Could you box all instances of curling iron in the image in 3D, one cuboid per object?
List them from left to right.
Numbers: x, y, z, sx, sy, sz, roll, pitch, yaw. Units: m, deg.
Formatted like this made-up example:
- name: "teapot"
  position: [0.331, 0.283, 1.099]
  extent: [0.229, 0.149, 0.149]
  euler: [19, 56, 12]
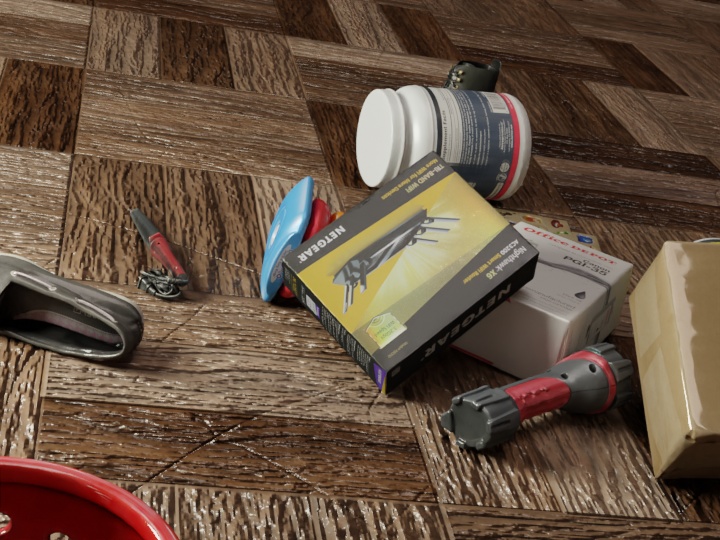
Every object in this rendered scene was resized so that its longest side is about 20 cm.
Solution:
- name: "curling iron"
  position: [-0.220, -0.025, 1.363]
  extent: [0.049, 0.026, 0.200]
  euler: [6, 25, -21]

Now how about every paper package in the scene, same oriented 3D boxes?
- name: "paper package"
  position: [0.357, 0.086, 1.192]
  extent: [0.188, 0.104, 0.202]
  euler: [3, 59, -8]

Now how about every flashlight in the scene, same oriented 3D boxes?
- name: "flashlight"
  position: [0.170, 0.119, 1.196]
  extent: [0.199, 0.068, 0.068]
  euler: [-13, 53, -42]

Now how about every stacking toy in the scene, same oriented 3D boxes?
- name: "stacking toy"
  position: [0.000, 0.000, 1.352]
  extent: [0.198, 0.117, 0.110]
  euler: [22, 29, -12]

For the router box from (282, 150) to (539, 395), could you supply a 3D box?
- name: "router box"
  position: [0.048, -0.002, 1.250]
  extent: [0.199, 0.052, 0.157]
  euler: [-37, 67, -20]

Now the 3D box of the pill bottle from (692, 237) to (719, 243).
- name: "pill bottle"
  position: [0.394, 0.053, 1.380]
  extent: [0.111, 0.113, 0.200]
  euler: [10, 24, -6]

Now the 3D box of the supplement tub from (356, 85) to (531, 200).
- name: "supplement tub"
  position: [0.108, -0.165, 1.673]
  extent: [0.198, 0.142, 0.141]
  euler: [2, 27, -21]

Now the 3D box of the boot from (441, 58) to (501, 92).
- name: "boot"
  position: [0.102, -0.233, 1.818]
  extent: [0.198, 0.140, 0.077]
  euler: [-7, 30, -34]

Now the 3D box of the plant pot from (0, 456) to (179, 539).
- name: "plant pot"
  position: [-0.194, 0.222, 0.667]
  extent: [0.198, 0.184, 0.201]
  euler: [9, 25, -5]

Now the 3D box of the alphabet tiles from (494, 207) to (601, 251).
- name: "alphabet tiles"
  position: [0.221, -0.028, 1.598]
  extent: [0.165, 0.008, 0.200]
  euler: [10, 25, -4]

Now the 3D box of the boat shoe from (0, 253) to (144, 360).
- name: "boat shoe"
  position: [-0.292, 0.033, 1.162]
  extent: [0.198, 0.067, 0.057]
  euler: [15, 20, -4]

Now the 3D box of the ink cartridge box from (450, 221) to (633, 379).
- name: "ink cartridge box"
  position: [0.183, 0.031, 1.363]
  extent: [0.145, 0.084, 0.200]
  euler: [22, 27, 22]
